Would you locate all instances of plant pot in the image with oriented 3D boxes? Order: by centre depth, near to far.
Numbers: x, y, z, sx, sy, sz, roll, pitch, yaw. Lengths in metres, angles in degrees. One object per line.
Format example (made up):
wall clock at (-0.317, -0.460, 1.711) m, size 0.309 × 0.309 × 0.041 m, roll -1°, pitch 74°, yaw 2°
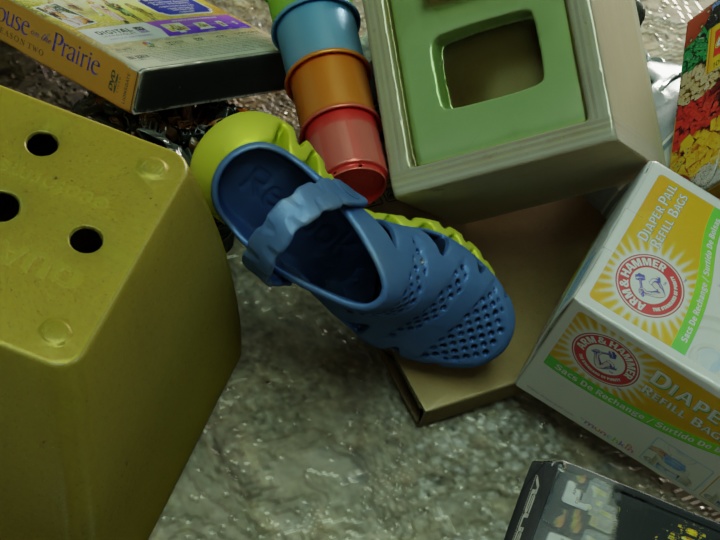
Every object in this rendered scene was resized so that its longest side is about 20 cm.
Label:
plant pot at (-0.174, 0.023, 0.821) m, size 0.199 × 0.177 × 0.200 m, roll 21°, pitch 51°, yaw 5°

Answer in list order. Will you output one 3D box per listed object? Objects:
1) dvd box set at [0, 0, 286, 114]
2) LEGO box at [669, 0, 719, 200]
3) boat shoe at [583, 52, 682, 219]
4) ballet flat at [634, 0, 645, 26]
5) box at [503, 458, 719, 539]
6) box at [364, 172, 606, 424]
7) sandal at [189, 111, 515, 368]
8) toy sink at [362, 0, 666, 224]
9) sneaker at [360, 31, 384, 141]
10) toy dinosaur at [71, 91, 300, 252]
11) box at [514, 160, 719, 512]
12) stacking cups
dvd box set at (-0.157, -0.151, 0.992) m, size 0.200 × 0.029 × 0.146 m, roll 30°, pitch 26°, yaw 25°
LEGO box at (0.283, -0.061, 0.986) m, size 0.200 × 0.077 × 0.149 m, roll 29°, pitch 53°, yaw -21°
boat shoe at (0.183, -0.100, 1.035) m, size 0.071 × 0.070 × 0.201 m, roll 41°, pitch 43°, yaw 3°
ballet flat at (0.141, -0.167, 1.066) m, size 0.066 × 0.057 × 0.200 m, roll 34°, pitch 16°, yaw -20°
box at (0.120, 0.204, 0.749) m, size 0.161 × 0.049 × 0.200 m, roll 23°, pitch 81°, yaw -8°
box at (0.088, -0.004, 0.992) m, size 0.200 × 0.021 × 0.164 m, roll -15°, pitch 58°, yaw -22°
sandal at (0.000, 0.000, 0.869) m, size 0.200 × 0.080 × 0.087 m, roll 29°, pitch 16°, yaw -25°
toy sink at (0.079, -0.142, 0.937) m, size 0.130 × 0.112 × 0.201 m, roll -13°, pitch 77°, yaw 23°
sneaker at (0.043, -0.117, 1.041) m, size 0.091 × 0.078 × 0.200 m, roll 35°, pitch 57°, yaw 8°
toy dinosaur at (-0.079, -0.061, 0.959) m, size 0.199 × 0.102 × 0.136 m, roll 5°, pitch 30°, yaw 27°
box at (0.202, 0.052, 0.904) m, size 0.200 × 0.101 × 0.113 m, roll 32°, pitch 58°, yaw 5°
stacking cups at (-0.018, -0.127, 0.960) m, size 0.060 × 0.061 × 0.200 m, roll -6°, pitch 55°, yaw -16°
